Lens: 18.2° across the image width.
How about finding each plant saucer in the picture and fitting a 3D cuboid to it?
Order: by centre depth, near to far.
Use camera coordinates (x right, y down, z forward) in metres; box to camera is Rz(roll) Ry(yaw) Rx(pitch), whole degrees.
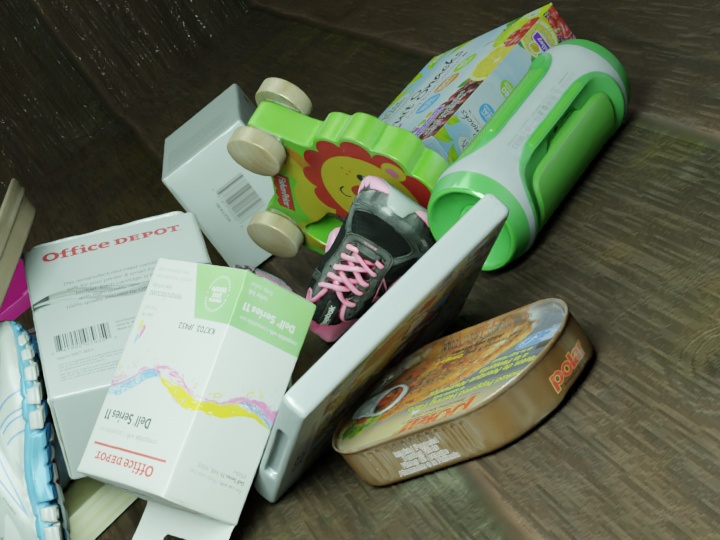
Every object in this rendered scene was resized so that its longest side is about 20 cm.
[{"bbox_3d":[-0.294,0.026,1.744,0.200,0.029,0.202,-159,90,-80],"label":"plant saucer"}]

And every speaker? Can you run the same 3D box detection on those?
[{"bbox_3d":[0.126,-0.087,1.655,0.088,0.089,0.200,-23,21,46],"label":"speaker"}]

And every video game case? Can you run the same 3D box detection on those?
[{"bbox_3d":[0.012,0.054,1.481,0.200,0.023,0.182,-45,-10,-22],"label":"video game case"}]

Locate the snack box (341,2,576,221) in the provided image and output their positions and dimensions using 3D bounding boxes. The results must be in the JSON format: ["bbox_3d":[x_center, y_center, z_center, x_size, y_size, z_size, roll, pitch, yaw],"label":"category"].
[{"bbox_3d":[0.080,-0.128,1.933,0.168,0.068,0.200,-19,23,52],"label":"snack box"}]

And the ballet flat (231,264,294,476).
[{"bbox_3d":[-0.086,0.096,1.603,0.069,0.070,0.202,113,169,-75],"label":"ballet flat"}]

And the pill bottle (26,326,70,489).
[{"bbox_3d":[-0.260,0.114,1.830,0.108,0.109,0.200,-26,19,39],"label":"pill bottle"}]

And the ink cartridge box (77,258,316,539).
[{"bbox_3d":[-0.119,0.099,1.517,0.117,0.067,0.202,6,73,53],"label":"ink cartridge box"}]

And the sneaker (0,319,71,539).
[{"bbox_3d":[-0.271,0.138,1.690,0.086,0.202,0.075,-8,-10,-1],"label":"sneaker"}]

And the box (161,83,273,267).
[{"bbox_3d":[-0.119,-0.090,2.195,0.097,0.125,0.200,-37,14,6],"label":"box"}]

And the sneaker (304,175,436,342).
[{"bbox_3d":[0.000,0.000,1.689,0.096,0.079,0.200,-53,-2,-23],"label":"sneaker"}]

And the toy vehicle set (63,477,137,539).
[{"bbox_3d":[-0.183,0.146,1.816,0.200,0.027,0.124,-44,15,-21],"label":"toy vehicle set"}]

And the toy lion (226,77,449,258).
[{"bbox_3d":[-0.002,-0.060,1.762,0.069,0.190,0.201,-60,-18,-25],"label":"toy lion"}]

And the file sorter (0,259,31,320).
[{"bbox_3d":[-0.336,0.086,2.186,0.139,0.126,0.200,-40,15,-11],"label":"file sorter"}]

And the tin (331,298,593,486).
[{"bbox_3d":[0.062,0.078,1.397,0.199,0.042,0.112,-23,17,48],"label":"tin"}]

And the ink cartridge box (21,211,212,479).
[{"bbox_3d":[-0.175,0.054,1.735,0.144,0.084,0.201,-14,36,-6],"label":"ink cartridge box"}]
